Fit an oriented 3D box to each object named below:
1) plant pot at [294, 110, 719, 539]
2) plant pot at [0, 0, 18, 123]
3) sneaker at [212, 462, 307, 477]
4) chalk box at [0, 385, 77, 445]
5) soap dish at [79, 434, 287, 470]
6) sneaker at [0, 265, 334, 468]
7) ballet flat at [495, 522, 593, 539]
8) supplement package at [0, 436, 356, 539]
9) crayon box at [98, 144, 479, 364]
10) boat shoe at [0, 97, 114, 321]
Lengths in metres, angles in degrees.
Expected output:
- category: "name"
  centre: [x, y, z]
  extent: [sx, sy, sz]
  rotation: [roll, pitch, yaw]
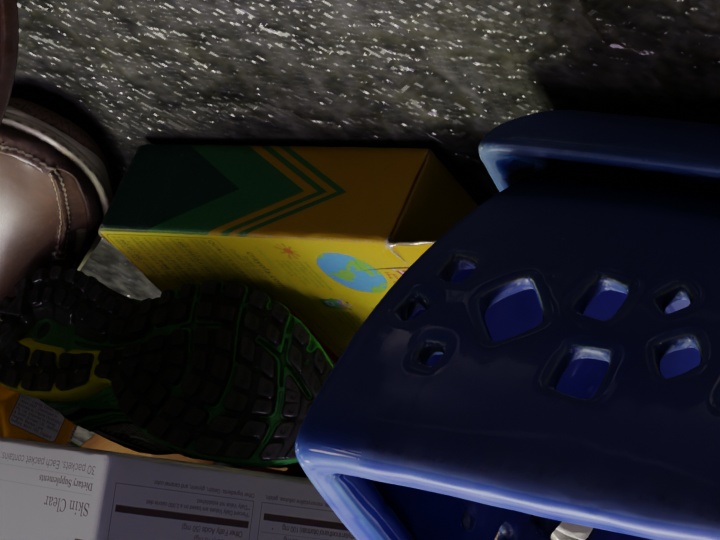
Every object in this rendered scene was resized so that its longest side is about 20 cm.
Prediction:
- category: "plant pot"
  centre: [0.124, 0.054, 0.933]
  extent: [0.200, 0.180, 0.200]
  rotation: [9, 152, 31]
- category: "plant pot"
  centre: [-0.254, -0.078, 1.011]
  extent: [0.200, 0.200, 0.198]
  rotation: [29, 164, -11]
- category: "sneaker"
  centre: [-0.027, 0.135, 1.244]
  extent: [0.098, 0.071, 0.200]
  rotation: [36, 149, -24]
- category: "chalk box"
  centre: [-0.230, 0.093, 1.403]
  extent: [0.125, 0.124, 0.200]
  rotation: [25, 157, -6]
- category: "soap dish"
  centre: [-0.057, 0.145, 1.403]
  extent: [0.200, 0.081, 0.157]
  rotation: [29, 155, -14]
- category: "sneaker"
  centre: [-0.076, 0.048, 1.124]
  extent: [0.200, 0.078, 0.085]
  rotation: [14, 163, 42]
- category: "ballet flat"
  centre: [0.100, 0.126, 1.140]
  extent: [0.200, 0.068, 0.072]
  rotation: [52, 163, -22]
- category: "supplement package"
  centre: [-0.105, 0.138, 1.121]
  extent: [0.156, 0.111, 0.200]
  rotation: [11, 174, -35]
- category: "crayon box"
  centre: [0.000, 0.000, 1.090]
  extent: [0.200, 0.051, 0.127]
  rotation: [4, 150, 38]
- category: "boat shoe"
  centre: [-0.164, -0.009, 1.189]
  extent: [0.075, 0.075, 0.202]
  rotation: [22, 156, 2]
